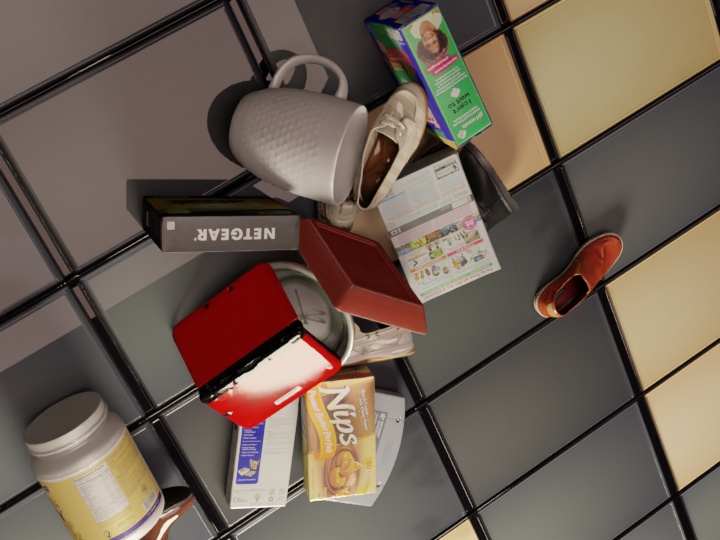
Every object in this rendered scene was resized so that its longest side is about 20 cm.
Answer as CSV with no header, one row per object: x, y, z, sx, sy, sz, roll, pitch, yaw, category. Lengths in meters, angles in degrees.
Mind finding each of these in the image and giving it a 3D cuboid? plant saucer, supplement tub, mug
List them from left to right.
-0.390,0.295,1.477,0.144,0.145,0.202,-28,112,-13,supplement tub
-0.093,0.067,1.552,0.050,0.198,0.202,-52,127,-53,plant saucer
-0.087,-0.213,1.459,0.173,0.148,0.203,17,88,12,mug
0.000,0.000,1.507,0.198,0.201,0.037,18,119,-44,plant saucer

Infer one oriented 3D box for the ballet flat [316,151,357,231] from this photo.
-0.027,-0.134,1.555,0.067,0.075,0.203,1,104,-23,ballet flat

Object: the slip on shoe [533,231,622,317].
0.393,0.011,1.777,0.200,0.061,0.074,-41,113,-9,slip on shoe

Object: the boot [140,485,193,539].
-0.300,0.459,1.600,0.188,0.068,0.201,-38,115,-10,boot

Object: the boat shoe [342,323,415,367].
-0.012,0.119,1.637,0.197,0.071,0.070,-9,85,-13,boat shoe

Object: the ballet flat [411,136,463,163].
0.102,-0.152,1.599,0.067,0.046,0.201,39,98,6,ballet flat

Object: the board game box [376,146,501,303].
0.116,-0.070,1.574,0.146,0.064,0.202,-23,108,2,board game box

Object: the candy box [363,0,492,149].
0.101,-0.298,1.514,0.077,0.169,0.201,-34,114,-5,candy box

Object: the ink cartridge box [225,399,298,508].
-0.158,0.283,1.630,0.098,0.039,0.203,4,103,-23,ink cartridge box

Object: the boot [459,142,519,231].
0.141,-0.095,1.649,0.199,0.066,0.165,-40,108,0,boot

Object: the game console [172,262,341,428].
-0.157,0.118,1.535,0.199,0.120,0.172,-34,133,16,game console

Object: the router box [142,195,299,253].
-0.203,-0.069,1.454,0.197,0.157,0.053,-2,105,-23,router box

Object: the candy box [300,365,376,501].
-0.036,0.263,1.629,0.114,0.055,0.203,-5,103,-14,candy box

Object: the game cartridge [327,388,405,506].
0.001,0.294,1.701,0.132,0.040,0.203,15,98,-22,game cartridge

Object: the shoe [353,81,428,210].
0.042,-0.176,1.463,0.069,0.053,0.202,26,111,8,shoe
